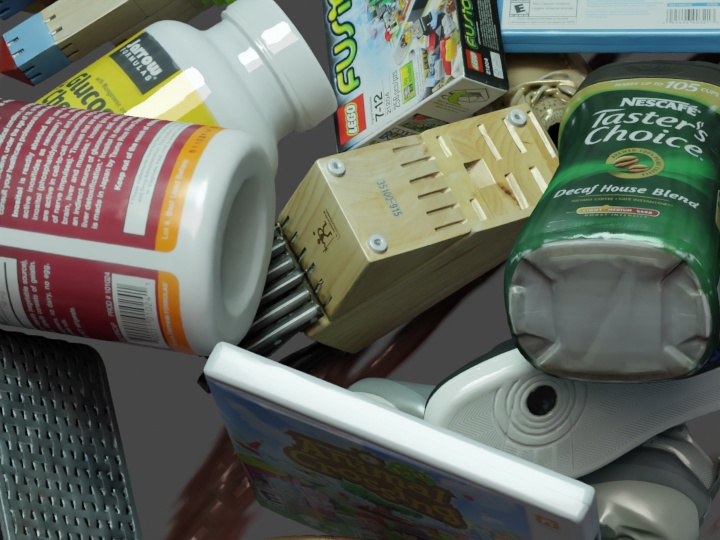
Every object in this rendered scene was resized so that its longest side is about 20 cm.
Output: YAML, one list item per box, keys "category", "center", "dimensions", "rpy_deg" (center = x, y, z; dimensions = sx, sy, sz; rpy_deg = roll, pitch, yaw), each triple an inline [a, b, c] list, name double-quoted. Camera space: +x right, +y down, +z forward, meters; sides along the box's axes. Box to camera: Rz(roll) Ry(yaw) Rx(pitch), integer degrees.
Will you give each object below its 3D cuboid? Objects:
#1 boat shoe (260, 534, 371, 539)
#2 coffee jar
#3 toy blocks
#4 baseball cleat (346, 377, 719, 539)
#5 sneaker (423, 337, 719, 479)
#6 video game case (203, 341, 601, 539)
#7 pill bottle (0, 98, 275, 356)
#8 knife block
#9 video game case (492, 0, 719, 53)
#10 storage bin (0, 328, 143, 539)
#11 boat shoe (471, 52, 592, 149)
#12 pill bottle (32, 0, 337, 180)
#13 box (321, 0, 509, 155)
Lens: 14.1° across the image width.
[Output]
- category: "boat shoe"
  center: [-0.055, 0.179, 1.487]
  dimensions: [0.199, 0.072, 0.072]
  rpy_deg: [-5, 73, 10]
- category: "coffee jar"
  center: [0.138, -0.030, 1.429]
  dimensions: [0.104, 0.086, 0.200]
  rpy_deg: [0, 30, 15]
- category: "toy blocks"
  center: [-0.166, -0.191, 1.662]
  dimensions: [0.136, 0.100, 0.201]
  rpy_deg: [-30, 62, 5]
- category: "baseball cleat"
  center: [0.092, 0.087, 1.517]
  dimensions: [0.199, 0.070, 0.107]
  rpy_deg: [24, 57, 12]
- category: "sneaker"
  center: [0.110, 0.044, 1.473]
  dimensions: [0.199, 0.073, 0.112]
  rpy_deg: [-14, 27, -17]
- category: "video game case"
  center: [0.026, 0.113, 1.439]
  dimensions: [0.199, 0.182, 0.022]
  rpy_deg: [21, 69, 16]
- category: "pill bottle"
  center: [-0.151, -0.026, 1.446]
  dimensions: [0.199, 0.113, 0.114]
  rpy_deg: [9, 67, 15]
- category: "knife block"
  center: [0.000, 0.000, 1.541]
  dimensions: [0.199, 0.176, 0.064]
  rpy_deg: [-17, 69, -30]
- category: "video game case"
  center: [0.151, -0.199, 1.626]
  dimensions: [0.142, 0.018, 0.201]
  rpy_deg: [0, 51, 8]
- category: "storage bin"
  center: [-0.189, 0.141, 1.473]
  dimensions: [0.135, 0.093, 0.201]
  rpy_deg: [-34, 58, 35]
- category: "boat shoe"
  center: [0.110, -0.078, 1.579]
  dimensions: [0.071, 0.065, 0.201]
  rpy_deg: [-28, 65, -5]
- category: "pill bottle"
  center: [-0.116, -0.065, 1.579]
  dimensions: [0.200, 0.112, 0.112]
  rpy_deg: [-35, 66, -8]
- category: "box"
  center: [0.024, -0.167, 1.613]
  dimensions: [0.110, 0.035, 0.201]
  rpy_deg: [-32, 55, 42]
